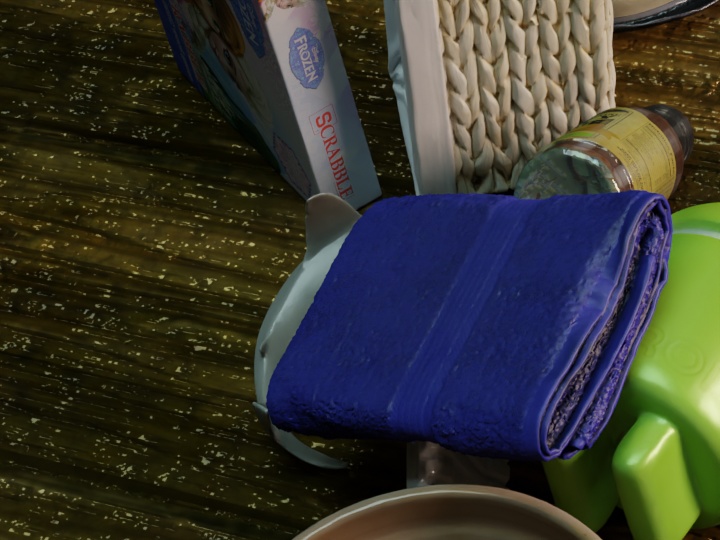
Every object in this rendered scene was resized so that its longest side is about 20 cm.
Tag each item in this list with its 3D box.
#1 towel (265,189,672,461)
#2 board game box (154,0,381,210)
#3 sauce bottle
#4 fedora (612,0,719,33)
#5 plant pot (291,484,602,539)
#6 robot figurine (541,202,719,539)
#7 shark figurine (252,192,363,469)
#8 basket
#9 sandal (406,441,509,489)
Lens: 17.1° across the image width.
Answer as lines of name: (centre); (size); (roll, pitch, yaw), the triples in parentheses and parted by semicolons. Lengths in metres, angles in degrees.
towel: (0.055, 0.028, 1.183); (0.200, 0.050, 0.148); (2, 55, 47)
board game box: (-0.074, -0.155, 1.421); (0.041, 0.200, 0.200); (-31, 45, -14)
sauce bottle: (0.138, -0.054, 1.298); (0.064, 0.065, 0.200); (4, 13, 20)
fedora: (0.169, -0.240, 1.511); (0.200, 0.092, 0.201); (-8, 44, 8)
plant pot: (0.037, 0.203, 1.099); (0.200, 0.093, 0.201); (-9, 43, 8)
robot figurine: (0.167, 0.047, 1.203); (0.175, 0.116, 0.200); (10, 48, 36)
shark figurine: (-0.021, 0.008, 1.323); (0.128, 0.090, 0.215); (20, 52, 34)
basket: (0.076, -0.154, 1.381); (0.123, 0.200, 0.136); (-8, 44, -1)
sandal: (0.044, 0.068, 1.260); (0.050, 0.082, 0.203); (-32, 31, 35)
